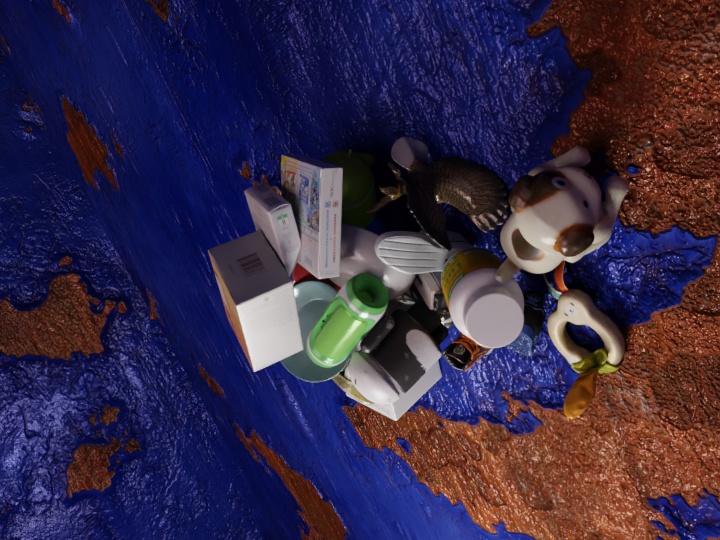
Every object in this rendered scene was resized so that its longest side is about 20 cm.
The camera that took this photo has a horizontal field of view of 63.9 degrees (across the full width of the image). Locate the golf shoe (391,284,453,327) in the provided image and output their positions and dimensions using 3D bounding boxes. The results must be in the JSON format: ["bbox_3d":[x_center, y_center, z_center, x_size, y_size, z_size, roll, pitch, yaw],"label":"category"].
[{"bbox_3d":[0.114,0.033,1.158,0.199,0.078,0.095,36,132,16],"label":"golf shoe"}]

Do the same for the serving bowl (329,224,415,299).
[{"bbox_3d":[0.000,0.000,1.067,0.198,0.066,0.201,21,155,10],"label":"serving bowl"}]

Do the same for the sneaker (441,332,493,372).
[{"bbox_3d":[0.211,0.117,1.057,0.077,0.112,0.201,32,140,29],"label":"sneaker"}]

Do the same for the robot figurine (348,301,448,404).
[{"bbox_3d":[0.068,0.152,1.071,0.150,0.200,0.125,47,173,-6],"label":"robot figurine"}]

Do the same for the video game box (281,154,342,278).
[{"bbox_3d":[-0.090,-0.102,1.013,0.200,0.046,0.184,-147,54,-59],"label":"video game box"}]

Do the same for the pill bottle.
[{"bbox_3d":[0.188,0.041,0.891,0.200,0.110,0.112,-84,-30,-73],"label":"pill bottle"}]

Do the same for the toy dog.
[{"bbox_3d":[0.241,-0.072,0.741,0.140,0.193,0.200,57,-174,11],"label":"toy dog"}]

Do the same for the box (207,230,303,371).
[{"bbox_3d":[-0.191,0.058,1.070,0.153,0.106,0.201,52,156,38],"label":"box"}]

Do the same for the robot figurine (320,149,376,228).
[{"bbox_3d":[-0.028,-0.147,1.103,0.115,0.176,0.200,28,164,16],"label":"robot figurine"}]

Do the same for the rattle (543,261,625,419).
[{"bbox_3d":[0.312,0.098,0.898,0.201,0.142,0.130,60,167,-20],"label":"rattle"}]

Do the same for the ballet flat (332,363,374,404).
[{"bbox_3d":[-0.035,0.197,1.188,0.199,0.071,0.071,34,141,29],"label":"ballet flat"}]

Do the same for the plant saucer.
[{"bbox_3d":[-0.090,0.122,1.170,0.199,0.039,0.203,-1,88,26],"label":"plant saucer"}]

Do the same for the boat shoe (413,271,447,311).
[{"bbox_3d":[0.141,-0.010,1.088,0.075,0.092,0.201,87,164,-46],"label":"boat shoe"}]

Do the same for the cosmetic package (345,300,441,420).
[{"bbox_3d":[0.053,0.178,1.264,0.167,0.166,0.201,15,130,45],"label":"cosmetic package"}]

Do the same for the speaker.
[{"bbox_3d":[-0.027,0.094,1.036,0.089,0.088,0.200,47,133,12],"label":"speaker"}]

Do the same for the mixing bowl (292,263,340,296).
[{"bbox_3d":[-0.056,-0.021,1.237,0.107,0.201,0.202,10,130,18],"label":"mixing bowl"}]

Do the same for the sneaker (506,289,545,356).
[{"bbox_3d":[0.278,0.091,0.980,0.070,0.078,0.200,25,169,14],"label":"sneaker"}]

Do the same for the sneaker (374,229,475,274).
[{"bbox_3d":[0.108,-0.037,0.994,0.071,0.198,0.074,57,132,53],"label":"sneaker"}]

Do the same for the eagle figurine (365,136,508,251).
[{"bbox_3d":[0.124,-0.121,0.945,0.150,0.153,0.200,25,-177,-34],"label":"eagle figurine"}]

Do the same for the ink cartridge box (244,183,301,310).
[{"bbox_3d":[-0.149,-0.047,1.069,0.161,0.050,0.202,38,148,57],"label":"ink cartridge box"}]
